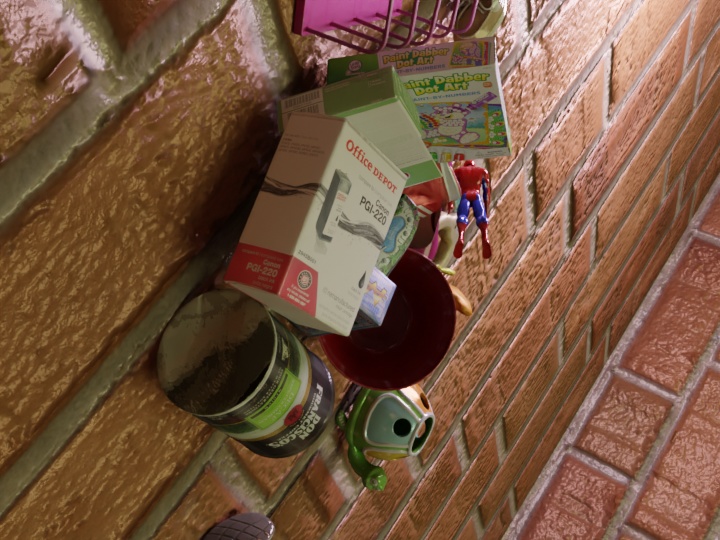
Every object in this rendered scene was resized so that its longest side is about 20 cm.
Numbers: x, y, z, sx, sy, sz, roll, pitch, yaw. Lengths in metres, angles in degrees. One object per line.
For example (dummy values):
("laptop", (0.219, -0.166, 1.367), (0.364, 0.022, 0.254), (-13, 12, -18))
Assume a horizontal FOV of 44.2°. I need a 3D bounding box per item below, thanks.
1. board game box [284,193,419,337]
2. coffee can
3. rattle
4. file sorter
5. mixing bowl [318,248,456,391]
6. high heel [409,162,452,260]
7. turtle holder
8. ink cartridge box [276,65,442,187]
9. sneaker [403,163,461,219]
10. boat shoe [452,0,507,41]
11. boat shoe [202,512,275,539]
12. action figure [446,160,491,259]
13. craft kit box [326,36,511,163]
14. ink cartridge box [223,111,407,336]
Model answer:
("board game box", (0.000, 0.000, 1.117), (0.062, 0.200, 0.201), (40, 80, -18))
("coffee can", (-0.130, 0.127, 1.054), (0.147, 0.145, 0.200), (-58, 152, -12))
("rattle", (0.167, -0.048, 1.446), (0.200, 0.142, 0.131), (-47, 130, -18))
("file sorter", (0.041, -0.330, 0.992), (0.199, 0.125, 0.140), (-30, 138, -48))
("mixing bowl", (0.030, 0.066, 1.275), (0.202, 0.199, 0.108), (-61, -174, -5))
("high heel", (0.090, -0.086, 1.347), (0.096, 0.067, 0.202), (49, 54, -71))
("turtle holder", (0.040, 0.261, 1.481), (0.186, 0.131, 0.141), (-53, 152, -20))
("ink cartridge box", (0.005, -0.155, 1.063), (0.200, 0.144, 0.049), (43, 37, -62))
("sneaker", (0.063, -0.145, 1.241), (0.115, 0.078, 0.201), (-36, 125, -8))
("boat shoe", (0.174, -0.403, 1.230), (0.063, 0.073, 0.202), (36, 78, -55))
("boat shoe", (-0.206, 0.423, 1.263), (0.199, 0.074, 0.074), (-33, 150, -32))
("action figure", (0.165, -0.082, 1.344), (0.100, 0.064, 0.202), (88, 5, -48))
("craft kit box", (0.079, -0.198, 1.091), (0.198, 0.197, 0.049), (60, 29, -59))
("ink cartridge box", (-0.043, -0.049, 0.966), (0.145, 0.084, 0.202), (35, 71, -52))
